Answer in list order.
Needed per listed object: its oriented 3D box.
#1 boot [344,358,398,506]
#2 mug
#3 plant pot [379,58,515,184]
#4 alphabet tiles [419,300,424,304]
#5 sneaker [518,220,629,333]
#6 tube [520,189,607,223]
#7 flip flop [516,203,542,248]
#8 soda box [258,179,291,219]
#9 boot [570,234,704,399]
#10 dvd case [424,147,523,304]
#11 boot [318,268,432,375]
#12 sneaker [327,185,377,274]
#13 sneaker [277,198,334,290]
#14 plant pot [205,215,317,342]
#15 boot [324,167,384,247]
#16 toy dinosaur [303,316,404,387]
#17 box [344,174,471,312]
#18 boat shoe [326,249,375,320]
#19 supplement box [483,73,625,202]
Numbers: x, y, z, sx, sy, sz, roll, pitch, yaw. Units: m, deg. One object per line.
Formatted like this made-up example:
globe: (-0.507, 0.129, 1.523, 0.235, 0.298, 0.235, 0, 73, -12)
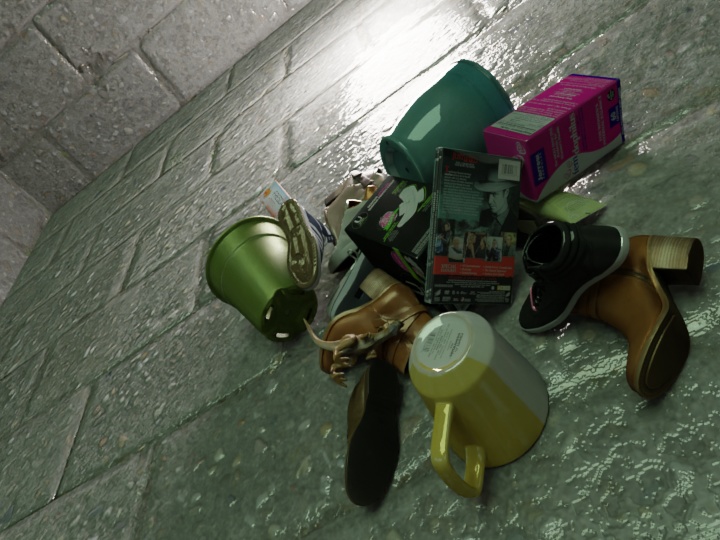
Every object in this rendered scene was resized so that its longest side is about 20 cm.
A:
boot: (0.008, 0.232, 0.829, 0.075, 0.072, 0.205, -44, 26, 46)
mug: (0.136, 0.142, 0.698, 0.147, 0.154, 0.189, -33, 36, 11)
plant pot: (0.137, -0.215, 0.996, 0.185, 0.204, 0.199, -35, 32, -13)
alphabet tiles: (0.130, -0.041, 1.026, 0.200, 0.008, 0.167, -44, 34, -1)
sneaker: (0.227, 0.006, 0.727, 0.202, 0.096, 0.073, 120, 156, -49)
tube: (0.274, -0.108, 0.911, 0.198, 0.051, 0.059, 28, 88, 53)
flip flop: (0.202, -0.087, 0.940, 0.057, 0.083, 0.196, -42, 31, -29)
soda box: (-0.180, -0.142, 1.396, 0.063, 0.069, 0.200, -41, 35, 0)
boot: (0.304, 0.046, 0.699, 0.153, 0.076, 0.206, -2, 62, 53)
dvd case: (0.158, -0.057, 0.813, 0.022, 0.141, 0.208, 14, 102, 63)
boot: (0.024, 0.115, 0.918, 0.154, 0.073, 0.204, 41, 105, 38)
sneaker: (-0.009, -0.077, 1.095, 0.200, 0.072, 0.086, -48, 68, 37)
sneaker: (-0.088, -0.034, 1.091, 0.069, 0.108, 0.204, -32, 51, 16)
plant pot: (-0.174, 0.030, 1.126, 0.200, 0.201, 0.190, -44, 46, -3)
boot: (-0.002, -0.134, 1.211, 0.143, 0.071, 0.204, -26, 44, 11)
toy dinosaur: (-0.021, 0.117, 0.886, 0.194, 0.062, 0.107, -10, 27, 30)
box: (0.097, -0.042, 0.921, 0.125, 0.149, 0.198, -48, 35, -11)
boat shoe: (0.003, 0.003, 1.053, 0.206, 0.074, 0.086, -59, 31, 2)
supplement box: (0.296, -0.206, 0.897, 0.197, 0.103, 0.103, -33, 33, -15)
